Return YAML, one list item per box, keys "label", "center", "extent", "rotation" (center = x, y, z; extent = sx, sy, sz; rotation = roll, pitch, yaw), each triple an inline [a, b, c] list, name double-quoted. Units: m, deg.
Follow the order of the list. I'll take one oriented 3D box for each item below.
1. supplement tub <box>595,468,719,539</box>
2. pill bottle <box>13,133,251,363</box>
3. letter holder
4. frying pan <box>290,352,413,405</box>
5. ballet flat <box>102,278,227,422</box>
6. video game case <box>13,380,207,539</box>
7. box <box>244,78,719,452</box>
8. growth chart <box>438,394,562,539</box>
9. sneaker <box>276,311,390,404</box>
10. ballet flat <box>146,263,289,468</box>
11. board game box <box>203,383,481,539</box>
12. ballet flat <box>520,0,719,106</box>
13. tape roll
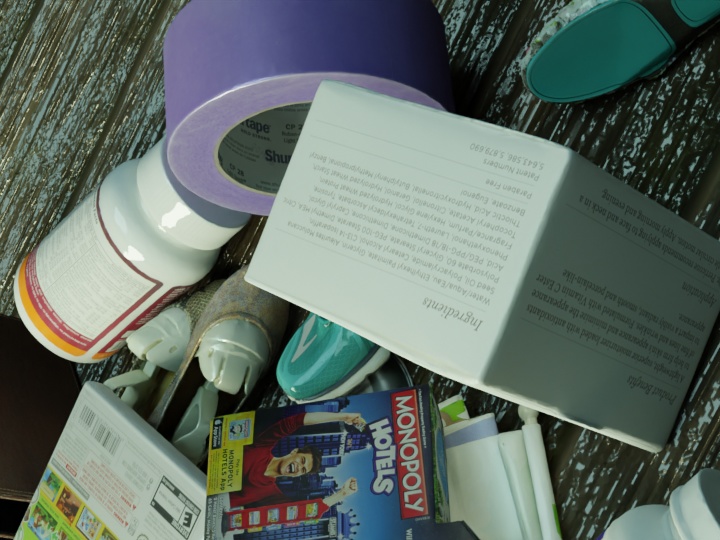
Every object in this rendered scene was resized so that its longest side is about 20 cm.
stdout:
- label: "supplement tub"
  center: [0.148, 0.214, 0.713]
  extent: [0.200, 0.145, 0.146]
  rotation: [-48, 50, 18]
- label: "pill bottle"
  center: [-0.180, -0.019, 1.102]
  extent: [0.200, 0.109, 0.110]
  rotation: [-38, 53, 33]
- label: "letter holder"
  center: [-0.306, 0.138, 1.149]
  extent: [0.101, 0.142, 0.201]
  rotation: [-44, 51, 21]
- label: "frying pan"
  center: [-0.038, 0.099, 1.004]
  extent: [0.189, 0.031, 0.116]
  rotation: [12, 82, 41]
- label: "ballet flat"
  center: [-0.166, 0.090, 1.086]
  extent: [0.068, 0.075, 0.201]
  rotation: [40, 103, 43]
- label: "video game case"
  center: [-0.181, 0.201, 0.990]
  extent: [0.199, 0.023, 0.183]
  rotation: [30, 96, 46]
- label: "box"
  center: [0.078, -0.002, 0.813]
  extent: [0.199, 0.198, 0.132]
  rotation: [22, 90, 44]
- label: "growth chart"
  center: [0.038, 0.151, 0.899]
  extent: [0.198, 0.018, 0.146]
  rotation: [-15, 67, 28]
- label: "sneaker"
  center: [0.000, 0.000, 0.952]
  extent: [0.077, 0.079, 0.201]
  rotation: [36, 92, 46]
- label: "ballet flat"
  center: [-0.108, 0.090, 1.034]
  extent: [0.201, 0.068, 0.067]
  rotation: [-61, 16, 13]
- label: "board game box"
  center: [0.005, 0.175, 0.844]
  extent: [0.198, 0.062, 0.202]
  rotation: [-9, 53, 11]
- label: "ballet flat"
  center: [0.190, -0.173, 0.876]
  extent: [0.199, 0.076, 0.064]
  rotation: [-30, 26, 26]
- label: "tape roll"
  center: [-0.035, -0.118, 0.955]
  extent: [0.199, 0.199, 0.086]
  rotation: [-23, 60, 34]
